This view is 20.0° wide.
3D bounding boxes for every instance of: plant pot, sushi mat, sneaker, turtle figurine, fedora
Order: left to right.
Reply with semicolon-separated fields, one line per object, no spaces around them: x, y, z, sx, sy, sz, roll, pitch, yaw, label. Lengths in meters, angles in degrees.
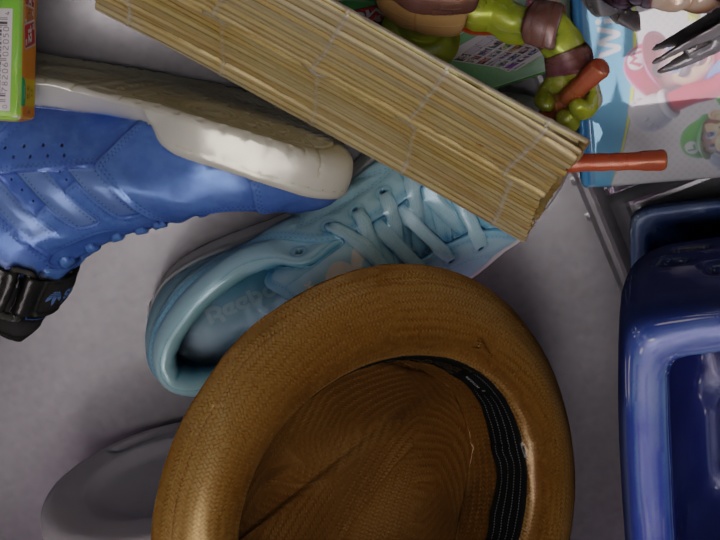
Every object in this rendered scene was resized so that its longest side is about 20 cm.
-0.107;-0.024;0.832;0.199;0.077;0.112;11;106;1;sneaker
-0.012;-0.077;0.769;0.199;0.096;0.012;29;70;0;sushi mat
-0.008;0.090;0.798;0.200;0.082;0.202;-2;94;-36;fedora
0.000;0.000;0.838;0.199;0.082;0.074;-31;109;13;sneaker
0.035;-0.111;0.744;0.199;0.161;0.065;26;68;7;turtle figurine
0.199;0.068;0.808;0.199;0.180;0.201;-4;112;4;plant pot

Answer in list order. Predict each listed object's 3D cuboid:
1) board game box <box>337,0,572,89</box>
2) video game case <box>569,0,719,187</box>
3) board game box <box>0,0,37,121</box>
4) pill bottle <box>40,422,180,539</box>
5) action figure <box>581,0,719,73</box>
0.063;-0.145;0.806;0.199;0.029;0.135;-17;112;8;board game box
0.181;-0.108;0.793;0.199;0.018;0.144;-4;113;4;video game case
-0.170;-0.159;0.778;0.095;0.030;0.201;3;96;5;board game box
-0.063;0.177;0.897;0.111;0.112;0.201;-11;112;6;pill bottle
0.115;-0.159;0.732;0.130;0.069;0.200;-40;106;6;action figure
